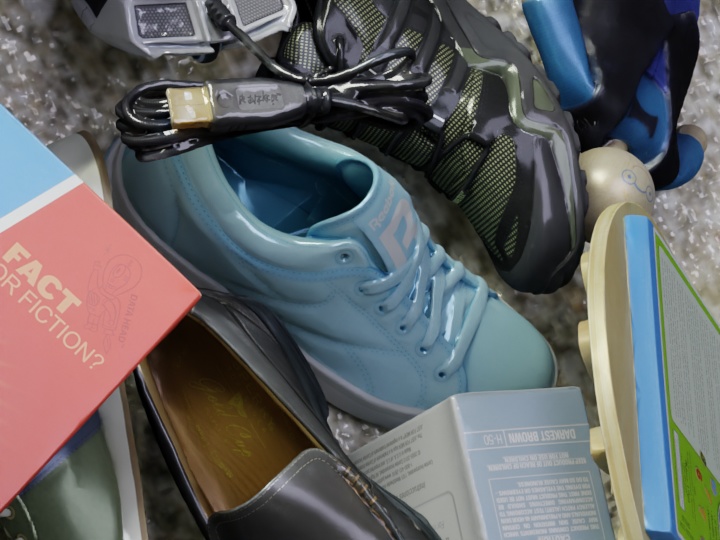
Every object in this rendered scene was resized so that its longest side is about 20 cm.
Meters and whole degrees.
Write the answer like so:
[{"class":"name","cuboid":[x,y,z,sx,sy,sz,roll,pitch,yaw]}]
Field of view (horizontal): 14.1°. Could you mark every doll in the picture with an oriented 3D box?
[{"class":"doll","cuboid":[0.109,-0.097,1.200,0.136,0.048,0.200,40,50,-37]}]

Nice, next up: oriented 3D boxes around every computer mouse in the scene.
[{"class":"computer mouse","cuboid":[-0.060,-0.093,1.066,0.109,0.044,0.200,-13,35,-19]}]

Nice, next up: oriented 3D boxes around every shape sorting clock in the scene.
[{"class":"shape sorting clock","cuboid":[0.118,0.073,1.098,0.200,0.039,0.200,51,30,-46]}]

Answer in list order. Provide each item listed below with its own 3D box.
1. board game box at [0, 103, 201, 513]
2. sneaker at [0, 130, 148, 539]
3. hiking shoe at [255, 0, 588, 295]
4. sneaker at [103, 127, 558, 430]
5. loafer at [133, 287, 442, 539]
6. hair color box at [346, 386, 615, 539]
[{"class":"board game box","cuboid":[-0.172,0.029,0.940,0.153,0.040,0.200,43,65,-3]},{"class":"sneaker","cuboid":[-0.128,0.050,1.010,0.090,0.067,0.201,-3,76,-18]},{"class":"hiking shoe","cuboid":[0.010,-0.069,1.139,0.101,0.076,0.200,-24,77,-23]},{"class":"sneaker","cuboid":[0.000,0.000,1.089,0.200,0.082,0.074,27,60,-19]},{"class":"loafer","cuboid":[-0.026,0.088,1.010,0.200,0.073,0.072,52,9,25]},{"class":"hair color box","cuboid":[0.051,0.152,1.047,0.061,0.099,0.200,-1,72,-32]}]
